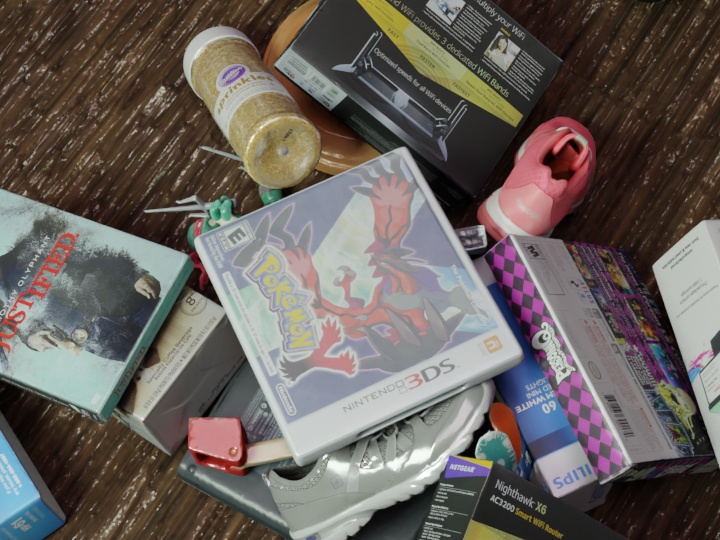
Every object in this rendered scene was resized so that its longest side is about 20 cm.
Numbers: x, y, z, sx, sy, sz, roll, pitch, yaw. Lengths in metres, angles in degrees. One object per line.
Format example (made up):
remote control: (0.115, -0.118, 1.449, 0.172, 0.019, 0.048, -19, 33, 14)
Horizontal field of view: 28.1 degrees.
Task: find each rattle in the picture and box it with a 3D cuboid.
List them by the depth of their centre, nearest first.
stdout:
rattle: (0.126, 0.218, 1.059, 0.143, 0.130, 0.200, 24, 91, 26)

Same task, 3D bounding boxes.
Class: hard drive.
hard drive: (-0.028, 0.153, 1.166, 0.200, 0.033, 0.140, 26, 71, 14)

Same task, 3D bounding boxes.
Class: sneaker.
sneaker: (0.012, 0.132, 1.072, 0.200, 0.075, 0.082, -38, 94, 12)
sneaker: (0.168, -0.085, 1.189, 0.074, 0.087, 0.200, 38, 37, -1)

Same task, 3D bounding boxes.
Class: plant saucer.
plant saucer: (0.006, -0.179, 1.303, 0.200, 0.037, 0.201, -2, 67, 4)

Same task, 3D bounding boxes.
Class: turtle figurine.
turtle figurine: (-0.075, -0.043, 1.221, 0.199, 0.101, 0.150, 1, 26, 3)

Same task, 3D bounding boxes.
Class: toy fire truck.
toy fire truck: (-0.031, 0.093, 1.147, 0.199, 0.049, 0.141, 2, 67, 4)

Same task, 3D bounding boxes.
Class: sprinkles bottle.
sprinkles bottle: (-0.095, -0.143, 1.229, 0.068, 0.068, 0.200, -26, 37, -7)

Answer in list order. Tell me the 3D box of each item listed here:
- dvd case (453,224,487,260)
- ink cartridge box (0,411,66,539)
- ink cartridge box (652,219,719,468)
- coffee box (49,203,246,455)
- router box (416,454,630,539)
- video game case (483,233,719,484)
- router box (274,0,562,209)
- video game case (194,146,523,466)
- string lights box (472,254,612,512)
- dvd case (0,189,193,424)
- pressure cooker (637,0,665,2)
dvd case: (0.000, 0.000, 1.170, 0.199, 0.146, 0.022, -9, 82, -1)
ink cartridge box: (-0.362, 0.191, 1.145, 0.200, 0.085, 0.145, -34, 69, -9)
ink cartridge box: (0.335, 0.064, 1.126, 0.144, 0.084, 0.200, -3, 64, -24)
coffee box: (-0.206, 0.046, 1.182, 0.200, 0.080, 0.113, 29, 72, 25)
router box: (0.118, 0.241, 1.004, 0.200, 0.052, 0.158, 32, 71, -30)
video game case: (0.198, 0.067, 1.120, 0.036, 0.181, 0.200, -40, 64, 31)
router box: (0.051, -0.176, 1.228, 0.200, 0.052, 0.157, 39, 69, -9)
video game case: (-0.004, 0.021, 1.068, 0.182, 0.023, 0.200, -24, 63, -8)
string lights box: (0.130, 0.094, 1.142, 0.059, 0.103, 0.200, -23, 67, -7)
dvd case: (-0.250, 0.022, 1.138, 0.200, 0.022, 0.146, 19, 68, 23)
pressure cooker: (0.274, -0.366, 1.291, 0.178, 0.176, 0.200, 24, 67, 42)
